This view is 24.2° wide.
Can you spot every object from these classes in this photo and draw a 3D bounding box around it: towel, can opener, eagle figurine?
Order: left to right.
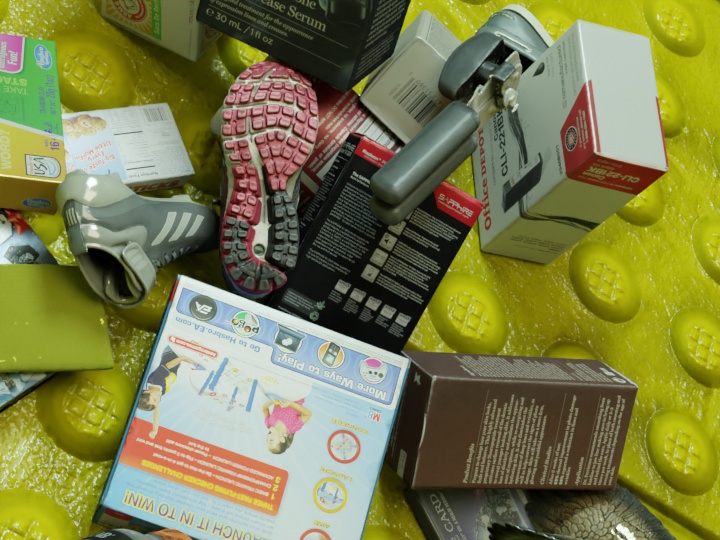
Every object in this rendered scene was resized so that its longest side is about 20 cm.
[{"bbox_3d":[-0.281,0.037,1.241,0.200,0.018,0.086,0,71,-34],"label":"towel"},{"bbox_3d":[0.068,-0.116,1.372,0.066,0.053,0.200,28,57,21],"label":"can opener"},{"bbox_3d":[0.209,0.260,1.398,0.151,0.152,0.200,-27,86,-19],"label":"eagle figurine"}]

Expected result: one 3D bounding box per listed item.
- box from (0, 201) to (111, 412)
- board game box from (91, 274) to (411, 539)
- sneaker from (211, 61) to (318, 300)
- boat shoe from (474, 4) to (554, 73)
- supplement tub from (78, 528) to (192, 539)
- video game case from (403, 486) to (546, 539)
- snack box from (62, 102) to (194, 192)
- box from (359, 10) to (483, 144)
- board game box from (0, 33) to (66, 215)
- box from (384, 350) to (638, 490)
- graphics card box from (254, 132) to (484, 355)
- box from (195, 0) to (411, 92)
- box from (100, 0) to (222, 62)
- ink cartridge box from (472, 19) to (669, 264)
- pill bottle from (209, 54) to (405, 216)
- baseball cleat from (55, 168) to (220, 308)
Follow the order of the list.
[{"bbox_3d":[-0.303,0.047,1.257,0.200,0.040,0.137,-35,88,-40],"label":"box"},{"bbox_3d":[-0.082,0.130,1.302,0.200,0.056,0.196,21,65,-9],"label":"board game box"},{"bbox_3d":[-0.086,-0.075,1.371,0.080,0.075,0.200,12,76,-12],"label":"sneaker"},{"bbox_3d":[0.189,-0.176,1.680,0.062,0.073,0.200,-33,81,-36],"label":"boat shoe"},{"bbox_3d":[-0.202,0.253,1.158,0.200,0.123,0.123,-15,74,-38],"label":"supplement tub"},{"bbox_3d":[0.145,0.219,1.469,0.200,0.019,0.143,-20,77,-38],"label":"video game case"},{"bbox_3d":[-0.236,-0.094,1.386,0.200,0.024,0.072,-11,72,-37],"label":"snack box"},{"bbox_3d":[0.062,-0.168,1.520,0.095,0.078,0.200,43,14,-6],"label":"box"},{"bbox_3d":[-0.334,-0.125,1.301,0.200,0.040,0.153,6,52,-25],"label":"board game box"},{"bbox_3d":[0.126,0.128,1.419,0.200,0.075,0.100,4,105,-26],"label":"box"},{"bbox_3d":[0.000,0.000,1.402,0.125,0.051,0.200,28,92,-18],"label":"graphics card box"},{"bbox_3d":[-0.028,-0.275,1.375,0.148,0.200,0.107,26,32,12],"label":"box"},{"bbox_3d":[-0.147,-0.297,1.428,0.101,0.200,0.113,27,51,12],"label":"box"},{"bbox_3d":[0.188,-0.115,1.561,0.084,0.200,0.145,10,60,-24],"label":"ink cartridge box"},{"bbox_3d":[-0.026,-0.099,1.469,0.200,0.113,0.113,43,50,-7],"label":"pill bottle"},{"bbox_3d":[-0.172,-0.016,1.330,0.200,0.070,0.107,17,59,-56],"label":"baseball cleat"}]
